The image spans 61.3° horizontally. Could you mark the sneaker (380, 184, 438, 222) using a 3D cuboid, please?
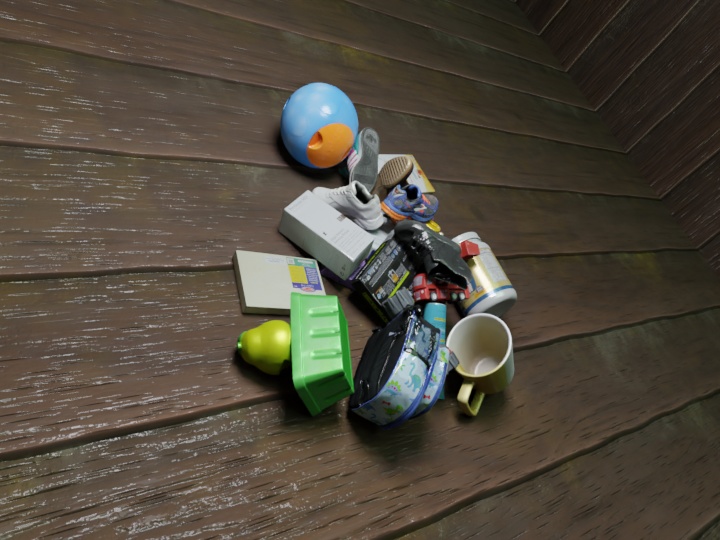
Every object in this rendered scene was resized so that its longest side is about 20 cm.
[{"bbox_3d":[0.135,-0.170,1.496,0.197,0.079,0.076,-11,50,-49],"label":"sneaker"}]

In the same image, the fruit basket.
[{"bbox_3d":[-0.122,0.152,1.134,0.208,0.157,0.221,-8,52,10],"label":"fruit basket"}]

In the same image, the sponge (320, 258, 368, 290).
[{"bbox_3d":[0.000,0.000,1.418,0.196,0.030,0.114,27,42,-19],"label":"sponge"}]

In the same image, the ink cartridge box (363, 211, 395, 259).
[{"bbox_3d":[0.076,-0.078,1.524,0.195,0.041,0.203,18,33,-29],"label":"ink cartridge box"}]

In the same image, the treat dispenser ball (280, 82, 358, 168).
[{"bbox_3d":[-0.102,-0.359,1.513,0.196,0.202,0.205,21,44,-22],"label":"treat dispenser ball"}]

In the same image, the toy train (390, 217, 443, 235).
[{"bbox_3d":[0.145,-0.089,1.523,0.147,0.056,0.202,0,44,-39],"label":"toy train"}]

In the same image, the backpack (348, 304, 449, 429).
[{"bbox_3d":[0.077,0.206,1.187,0.145,0.183,0.203,36,52,-11],"label":"backpack"}]

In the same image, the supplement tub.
[{"bbox_3d":[0.293,0.021,1.550,0.142,0.145,0.204,-4,57,-40],"label":"supplement tub"}]

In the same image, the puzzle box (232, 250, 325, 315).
[{"bbox_3d":[-0.163,0.030,1.263,0.195,0.025,0.136,7,51,-35],"label":"puzzle box"}]

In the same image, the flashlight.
[{"bbox_3d":[0.131,0.131,1.293,0.067,0.068,0.203,-28,83,-37],"label":"flashlight"}]

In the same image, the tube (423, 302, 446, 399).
[{"bbox_3d":[0.160,0.178,1.345,0.075,0.050,0.207,10,77,-26],"label":"tube"}]

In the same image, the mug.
[{"bbox_3d":[0.268,0.213,1.373,0.150,0.185,0.154,50,-3,41],"label":"mug"}]

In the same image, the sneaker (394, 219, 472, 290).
[{"bbox_3d":[0.157,-0.035,1.344,0.195,0.061,0.106,24,44,0],"label":"sneaker"}]

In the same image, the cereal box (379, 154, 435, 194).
[{"bbox_3d":[0.107,-0.265,1.726,0.196,0.040,0.146,-10,62,-44],"label":"cereal box"}]

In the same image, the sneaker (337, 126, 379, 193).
[{"bbox_3d":[-0.014,-0.257,1.569,0.082,0.120,0.206,22,62,-23],"label":"sneaker"}]

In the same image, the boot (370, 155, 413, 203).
[{"bbox_3d":[0.116,-0.212,1.566,0.162,0.199,0.075,12,58,-33],"label":"boot"}]

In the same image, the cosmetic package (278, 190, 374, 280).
[{"bbox_3d":[-0.077,-0.081,1.357,0.198,0.075,0.102,36,46,10],"label":"cosmetic package"}]

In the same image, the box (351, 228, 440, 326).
[{"bbox_3d":[0.096,0.033,1.389,0.194,0.047,0.201,51,53,-14],"label":"box"}]

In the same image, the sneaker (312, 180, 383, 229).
[{"bbox_3d":[-0.030,-0.177,1.456,0.195,0.102,0.078,19,43,19],"label":"sneaker"}]

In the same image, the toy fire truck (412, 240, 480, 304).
[{"bbox_3d":[0.200,0.003,1.413,0.195,0.048,0.146,2,76,-35],"label":"toy fire truck"}]
